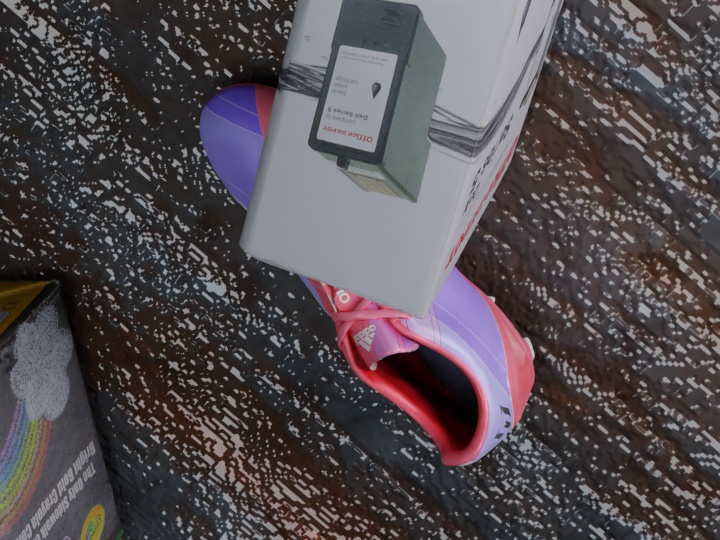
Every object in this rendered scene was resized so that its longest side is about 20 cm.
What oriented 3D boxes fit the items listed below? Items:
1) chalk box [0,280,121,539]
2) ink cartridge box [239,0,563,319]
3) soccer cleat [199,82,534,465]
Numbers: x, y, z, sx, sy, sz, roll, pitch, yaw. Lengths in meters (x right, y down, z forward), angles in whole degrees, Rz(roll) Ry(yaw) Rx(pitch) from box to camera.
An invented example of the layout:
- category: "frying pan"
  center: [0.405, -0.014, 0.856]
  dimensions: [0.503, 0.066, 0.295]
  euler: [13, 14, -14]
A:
- category: "chalk box"
  center: [-0.206, 0.119, 1.064]
  dimensions: [0.123, 0.124, 0.201]
  euler: [1, 117, 21]
- category: "ink cartridge box"
  center: [0.031, -0.106, 0.835]
  dimensions: [0.084, 0.146, 0.200]
  euler: [21, 124, 8]
- category: "soccer cleat"
  center: [0.000, 0.000, 0.950]
  dimensions: [0.067, 0.077, 0.200]
  euler: [-37, 101, 34]
